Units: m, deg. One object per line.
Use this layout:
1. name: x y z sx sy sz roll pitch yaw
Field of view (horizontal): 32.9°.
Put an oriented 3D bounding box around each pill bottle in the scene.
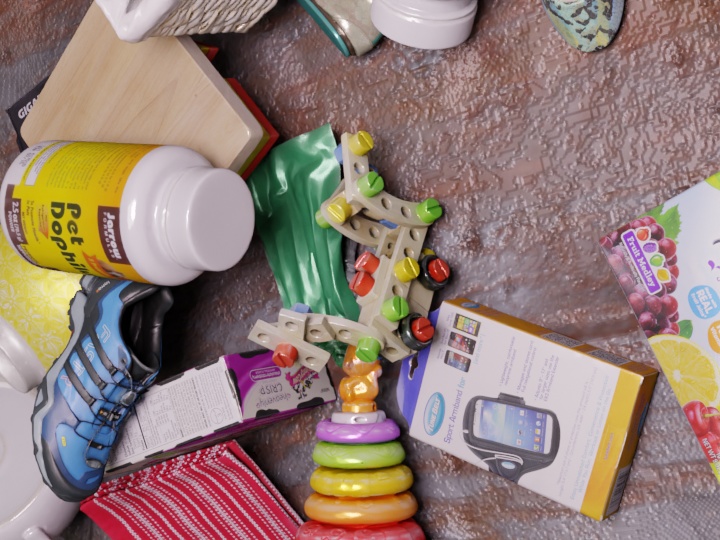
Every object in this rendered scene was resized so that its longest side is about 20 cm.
1. pill bottle: 0.060 -0.271 0.901 0.111 0.111 0.200 34 136 26
2. pill bottle: -0.184 -0.046 0.966 0.200 0.109 0.110 6 97 35

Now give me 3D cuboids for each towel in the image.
1. towel: -0.149 0.233 1.114 0.200 0.023 0.145 -23 115 32

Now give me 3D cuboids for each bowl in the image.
1. bowl: -0.291 0.050 1.123 0.200 0.108 0.200 35 149 24

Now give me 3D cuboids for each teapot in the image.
1. teapot: -0.347 0.210 1.212 0.197 0.146 0.201 2 61 13

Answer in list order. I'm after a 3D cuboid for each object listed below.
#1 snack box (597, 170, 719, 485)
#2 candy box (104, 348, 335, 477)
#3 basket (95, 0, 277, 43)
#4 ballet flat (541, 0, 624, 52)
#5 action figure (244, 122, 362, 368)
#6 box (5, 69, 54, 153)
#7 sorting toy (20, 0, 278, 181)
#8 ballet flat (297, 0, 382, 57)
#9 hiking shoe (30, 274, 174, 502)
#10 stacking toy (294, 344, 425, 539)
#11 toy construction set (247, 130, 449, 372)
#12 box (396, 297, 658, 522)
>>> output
1. snack box: 0.275 0.033 0.849 0.142 0.053 0.200 -32 77 29
2. candy box: -0.142 0.124 1.074 0.200 0.136 0.061 -23 80 33
3. basket: -0.124 -0.311 0.937 0.200 0.161 0.198 -39 77 33
4. ballet flat: 0.149 -0.262 0.899 0.074 0.074 0.201 -10 89 33
5. action figure: -0.040 -0.011 1.046 0.118 0.055 0.201 -24 76 31
6. box: -0.236 -0.115 1.170 0.200 0.050 0.199 -28 80 30
7. sorting toy: -0.180 -0.122 1.060 0.199 0.070 0.200 52 123 17
8. ballet flat: -0.045 -0.261 1.038 0.062 0.067 0.200 -41 74 -1
9. hiking shoe: -0.210 0.091 0.994 0.087 0.074 0.201 1 77 40
10. stacking toy: 0.000 0.154 1.002 0.109 0.116 0.201 -1 90 33
11. toy construction set: 0.000 0.000 0.960 0.092 0.131 0.200 -17 40 55
12. box: 0.123 0.102 0.962 0.200 0.041 0.119 22 105 32
